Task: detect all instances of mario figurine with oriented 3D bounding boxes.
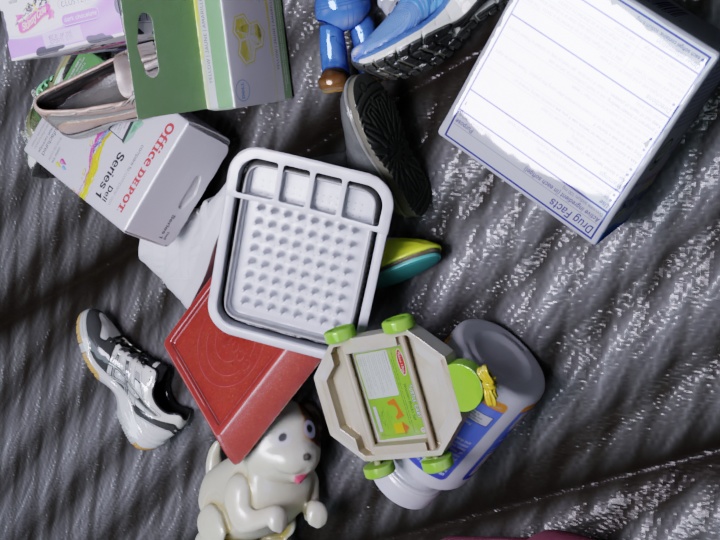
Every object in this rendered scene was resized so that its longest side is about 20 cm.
[{"bbox_3d":[-0.023,-0.282,1.035,0.105,0.123,0.202,-3,107,44],"label":"mario figurine"}]

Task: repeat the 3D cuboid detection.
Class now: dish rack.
[{"bbox_3d":[-0.061,-0.018,1.068,0.170,0.044,0.202,14,107,6],"label":"dish rack"}]

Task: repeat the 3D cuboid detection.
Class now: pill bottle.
[{"bbox_3d":[0.093,0.156,1.089,0.112,0.112,0.200,44,121,13],"label":"pill bottle"}]

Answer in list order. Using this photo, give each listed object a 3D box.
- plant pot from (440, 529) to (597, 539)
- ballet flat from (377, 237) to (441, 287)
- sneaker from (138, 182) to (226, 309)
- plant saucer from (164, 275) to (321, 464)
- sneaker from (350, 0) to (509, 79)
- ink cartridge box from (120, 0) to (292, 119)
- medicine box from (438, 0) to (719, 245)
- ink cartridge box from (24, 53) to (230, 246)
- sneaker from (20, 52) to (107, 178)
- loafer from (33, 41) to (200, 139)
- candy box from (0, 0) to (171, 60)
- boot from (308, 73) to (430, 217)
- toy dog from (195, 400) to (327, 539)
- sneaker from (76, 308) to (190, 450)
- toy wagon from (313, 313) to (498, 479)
[{"bbox_3d":[0.153,0.358,1.075,0.178,0.199,0.202,5,107,46],"label":"plant pot"},{"bbox_3d":[0.000,0.000,1.134,0.200,0.067,0.067,-34,68,35],"label":"ballet flat"},{"bbox_3d":[-0.200,-0.058,1.229,0.115,0.074,0.201,40,121,12],"label":"sneaker"},{"bbox_3d":[-0.140,0.080,1.183,0.200,0.037,0.200,-52,51,17],"label":"plant saucer"},{"bbox_3d":[0.070,-0.262,1.006,0.199,0.078,0.090,-35,72,15],"label":"sneaker"},{"bbox_3d":[-0.154,-0.238,1.074,0.048,0.200,0.147,2,104,32],"label":"ink cartridge box"},{"bbox_3d":[0.202,-0.161,0.939,0.182,0.103,0.201,38,120,17],"label":"medicine box"},{"bbox_3d":[-0.270,-0.143,1.198,0.200,0.084,0.145,35,97,28],"label":"ink cartridge box"},{"bbox_3d":[-0.384,-0.215,1.300,0.089,0.077,0.201,45,119,22],"label":"sneaker"},{"bbox_3d":[-0.260,-0.198,1.121,0.199,0.063,0.072,-21,70,20],"label":"loafer"},{"bbox_3d":[-0.254,-0.279,1.123,0.167,0.200,0.072,-3,102,32],"label":"candy box"},{"bbox_3d":[-0.043,-0.111,1.103,0.199,0.073,0.183,-1,126,36],"label":"boot"},{"bbox_3d":[-0.109,0.244,1.239,0.201,0.139,0.194,-63,34,29],"label":"toy dog"},{"bbox_3d":[-0.288,0.128,1.346,0.087,0.076,0.201,-31,90,18],"label":"sneaker"},{"bbox_3d":[0.048,0.120,1.015,0.199,0.040,0.156,-12,98,31],"label":"toy wagon"}]
